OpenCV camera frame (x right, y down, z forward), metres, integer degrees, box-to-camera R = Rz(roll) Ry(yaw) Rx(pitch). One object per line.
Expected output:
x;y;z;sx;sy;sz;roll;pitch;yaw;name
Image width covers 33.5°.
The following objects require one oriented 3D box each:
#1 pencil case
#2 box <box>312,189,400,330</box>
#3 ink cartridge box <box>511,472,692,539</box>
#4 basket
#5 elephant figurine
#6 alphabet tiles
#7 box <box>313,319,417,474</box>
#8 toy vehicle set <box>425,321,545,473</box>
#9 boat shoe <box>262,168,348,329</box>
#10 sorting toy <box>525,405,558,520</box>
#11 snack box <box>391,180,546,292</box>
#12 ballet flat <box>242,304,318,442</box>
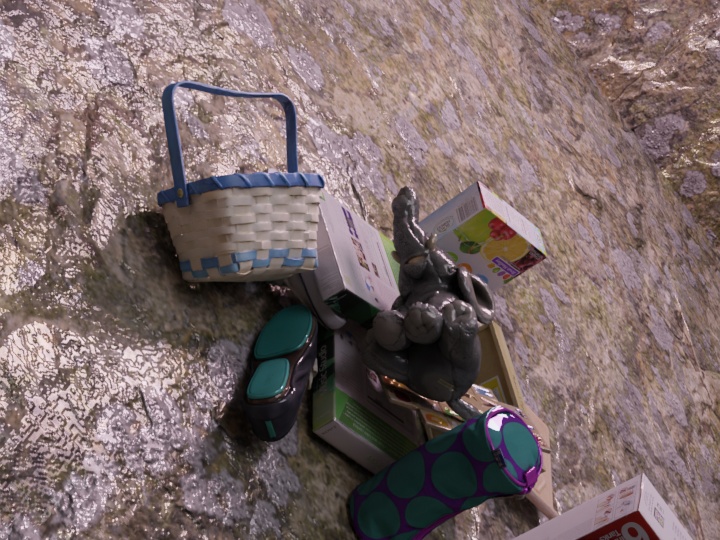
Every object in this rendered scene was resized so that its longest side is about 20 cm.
0.085;0.219;1.213;0.085;0.199;0.093;6;56;-53;pencil case
0.000;0.000;1.361;0.200;0.036;0.145;33;33;-53;box
0.300;0.368;1.419;0.176;0.199;0.084;51;27;-8;ink cartridge box
-0.126;-0.089;1.231;0.175;0.138;0.202;0;88;-47;basket
0.082;0.033;1.298;0.140;0.156;0.201;13;37;1;elephant figurine
0.109;0.149;1.315;0.198;0.006;0.167;20;16;-17;alphabet tiles
0.005;0.130;1.348;0.144;0.036;0.201;39;30;-32;box
0.137;0.174;1.439;0.026;0.124;0.201;36;32;-48;toy vehicle set
-0.081;-0.014;1.334;0.201;0.070;0.071;61;18;14;boat shoe
0.194;0.219;1.599;0.185;0.036;0.201;45;24;-23;sorting toy
0.118;-0.013;1.531;0.142;0.199;0.053;33;33;-39;snack box
-0.079;0.108;1.220;0.073;0.073;0.200;49;21;-16;ballet flat
